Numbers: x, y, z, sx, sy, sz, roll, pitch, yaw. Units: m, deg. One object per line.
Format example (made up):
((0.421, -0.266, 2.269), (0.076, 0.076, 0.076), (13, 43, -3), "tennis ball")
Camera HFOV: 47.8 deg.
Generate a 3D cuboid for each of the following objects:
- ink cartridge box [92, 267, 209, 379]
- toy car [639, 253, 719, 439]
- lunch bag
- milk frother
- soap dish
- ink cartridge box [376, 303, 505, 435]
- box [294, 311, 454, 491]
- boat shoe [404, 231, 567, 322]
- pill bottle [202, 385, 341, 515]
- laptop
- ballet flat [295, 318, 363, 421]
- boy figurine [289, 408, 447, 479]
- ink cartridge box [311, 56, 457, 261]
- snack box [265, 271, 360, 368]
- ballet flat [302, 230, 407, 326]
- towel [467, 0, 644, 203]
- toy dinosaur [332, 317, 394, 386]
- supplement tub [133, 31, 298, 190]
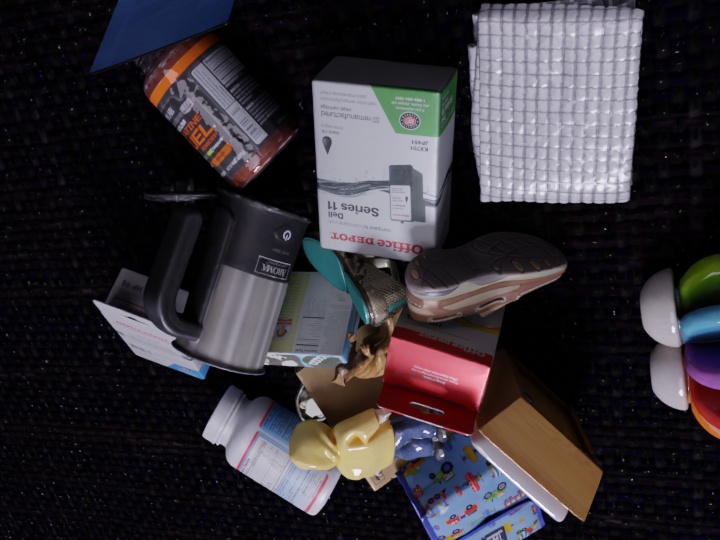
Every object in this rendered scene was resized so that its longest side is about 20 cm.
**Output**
((-0.263, 0.066, 1.074), (0.113, 0.068, 0.201), (19, 157, 9), "ink cartridge box")
((0.386, 0.088, 0.845), (0.171, 0.151, 0.204), (-6, 118, 24), "toy car")
((0.156, 0.318, 1.084), (0.148, 0.094, 0.202), (-31, 124, -5), "lunch bag")
((-0.181, -0.004, 0.969), (0.177, 0.199, 0.193), (18, 92, -29), "milk frother")
((0.199, 0.183, 0.956), (0.157, 0.200, 0.082), (41, 102, -6), "soap dish")
((0.096, 0.082, 0.920), (0.113, 0.201, 0.069), (15, 124, 9), "ink cartridge box")
((0.032, 0.161, 1.051), (0.162, 0.021, 0.202), (-34, 107, -4), "box")
((0.137, 0.011, 0.904), (0.195, 0.076, 0.073), (-9, 132, -16), "boat shoe")
((-0.122, 0.252, 1.163), (0.197, 0.109, 0.110), (32, 126, 1), "pill bottle")
((-0.214, -0.333, 0.830), (0.183, 0.116, 0.205), (-10, 108, 25), "laptop")
((-0.032, 0.138, 1.086), (0.071, 0.072, 0.202), (32, 125, -1), "ballet flat")
((0.009, 0.216, 1.011), (0.194, 0.065, 0.126), (-7, 132, -4), "boy figurine")
((0.027, -0.119, 0.899), (0.143, 0.083, 0.204), (8, 123, 16), "ink cartridge box")
((-0.097, 0.060, 1.034), (0.195, 0.119, 0.037), (1, 149, 21), "snack box")
((0.000, 0.000, 0.965), (0.074, 0.200, 0.069), (-22, 122, -17), "ballet flat")
((0.193, -0.170, 0.808), (0.161, 0.086, 0.204), (4, 122, 20), "towel")
((0.023, 0.107, 0.992), (0.059, 0.198, 0.109), (6, 87, 40), "toy dinosaur")
((-0.170, -0.196, 0.916), (0.200, 0.107, 0.106), (46, 124, -9), "supplement tub")
